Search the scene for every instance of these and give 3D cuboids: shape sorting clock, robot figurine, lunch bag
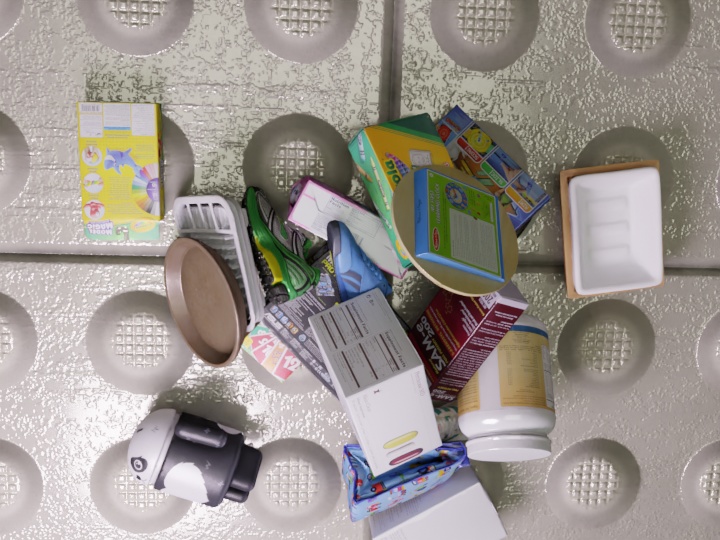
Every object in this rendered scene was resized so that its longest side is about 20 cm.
[{"bbox_3d":[0.128,-0.055,1.056,0.200,0.200,0.039,38,139,-11],"label":"shape sorting clock"},{"bbox_3d":[-0.257,0.291,1.208,0.200,0.125,0.151,21,95,-9],"label":"robot figurine"},{"bbox_3d":[0.076,0.317,1.224,0.199,0.151,0.094,-9,63,-7],"label":"lunch bag"}]

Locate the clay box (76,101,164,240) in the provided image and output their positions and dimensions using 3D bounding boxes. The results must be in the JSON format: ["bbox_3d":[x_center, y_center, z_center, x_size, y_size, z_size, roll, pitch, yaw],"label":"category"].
[{"bbox_3d":[-0.351,-0.147,1.157,0.115,0.048,0.201,1,102,-5],"label":"clay box"}]

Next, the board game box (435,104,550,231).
[{"bbox_3d":[0.165,-0.131,1.176,0.135,0.034,0.200,-43,79,4],"label":"board game box"}]

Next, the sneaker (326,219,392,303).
[{"bbox_3d":[0.000,0.000,1.101,0.078,0.066,0.200,-12,136,1],"label":"sneaker"}]

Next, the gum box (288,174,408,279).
[{"bbox_3d":[-0.016,-0.069,1.167,0.200,0.114,0.066,28,97,-10],"label":"gum box"}]

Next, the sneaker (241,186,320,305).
[{"bbox_3d":[-0.123,-0.042,1.155,0.085,0.078,0.200,-16,63,-22],"label":"sneaker"}]

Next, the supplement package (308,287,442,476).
[{"bbox_3d":[0.023,0.158,1.096,0.111,0.156,0.200,-24,136,-7],"label":"supplement package"}]

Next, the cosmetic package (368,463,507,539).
[{"bbox_3d":[0.126,0.419,1.290,0.200,0.081,0.113,-26,102,-1],"label":"cosmetic package"}]

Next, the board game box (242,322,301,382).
[{"bbox_3d":[-0.089,0.074,1.234,0.096,0.030,0.200,43,92,-12],"label":"board game box"}]

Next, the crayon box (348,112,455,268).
[{"bbox_3d":[0.079,-0.115,1.114,0.119,0.058,0.200,-19,80,-30],"label":"crayon box"}]

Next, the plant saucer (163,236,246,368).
[{"bbox_3d":[-0.226,0.045,1.150,0.029,0.200,0.201,-21,105,-38],"label":"plant saucer"}]

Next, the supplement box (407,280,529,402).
[{"bbox_3d":[0.144,0.083,1.140,0.061,0.109,0.200,14,121,-34],"label":"supplement box"}]

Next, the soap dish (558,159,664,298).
[{"bbox_3d":[0.386,-0.066,1.220,0.157,0.081,0.201,-7,101,-4],"label":"soap dish"}]

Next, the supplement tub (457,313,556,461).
[{"bbox_3d":[0.217,0.178,1.182,0.144,0.145,0.201,2,68,-5],"label":"supplement tub"}]

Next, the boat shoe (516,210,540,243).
[{"bbox_3d":[0.202,-0.040,1.213,0.061,0.072,0.201,38,89,-1],"label":"boat shoe"}]

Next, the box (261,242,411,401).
[{"bbox_3d":[-0.038,0.079,1.204,0.160,0.044,0.200,-42,108,3],"label":"box"}]

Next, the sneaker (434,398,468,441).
[{"bbox_3d":[0.126,0.252,1.250,0.199,0.093,0.071,0,101,-5],"label":"sneaker"}]

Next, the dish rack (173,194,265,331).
[{"bbox_3d":[-0.202,-0.015,1.152,0.043,0.171,0.201,-20,105,-38],"label":"dish rack"}]
